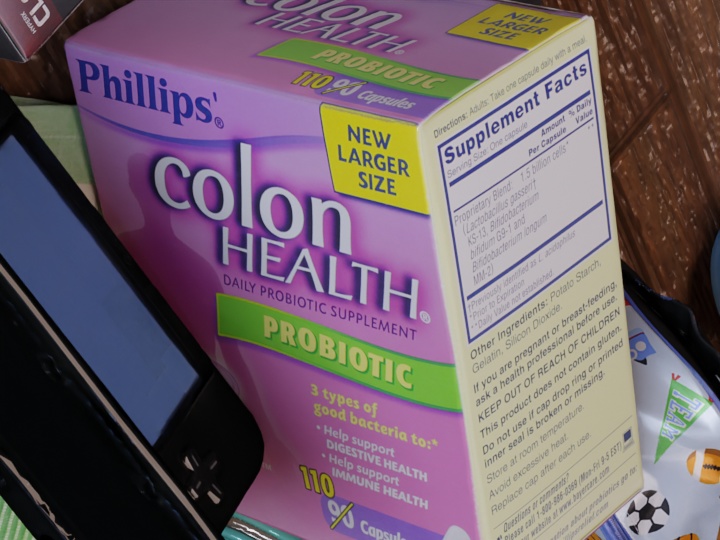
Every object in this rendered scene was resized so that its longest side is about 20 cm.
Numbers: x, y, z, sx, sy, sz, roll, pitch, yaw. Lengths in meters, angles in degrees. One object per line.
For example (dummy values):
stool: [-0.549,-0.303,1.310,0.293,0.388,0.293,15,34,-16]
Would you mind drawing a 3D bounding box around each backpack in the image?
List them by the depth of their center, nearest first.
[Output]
backpack: [0.097,0.067,1.014,0.154,0.191,0.200,-43,138,-3]

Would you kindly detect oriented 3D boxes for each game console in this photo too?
game console: [-0.084,0.018,0.761,0.200,0.116,0.176,54,34,-15]

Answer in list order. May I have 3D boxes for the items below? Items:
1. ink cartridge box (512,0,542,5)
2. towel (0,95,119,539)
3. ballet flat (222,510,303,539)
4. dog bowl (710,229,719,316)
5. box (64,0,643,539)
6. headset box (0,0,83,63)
ink cartridge box: [0.036,-0.117,0.939,0.099,0.039,0.200,-34,152,-33]
towel: [-0.108,0.032,0.913,0.152,0.023,0.201,-1,104,-48]
ballet flat: [0.013,0.140,0.975,0.200,0.067,0.070,37,54,-8]
dog bowl: [0.272,-0.015,1.240,0.200,0.050,0.112,-34,90,-34]
box: [0.000,0.000,0.870,0.097,0.176,0.200,-33,126,-38]
headset box: [-0.119,-0.180,0.780,0.200,0.075,0.149,-52,135,-21]
